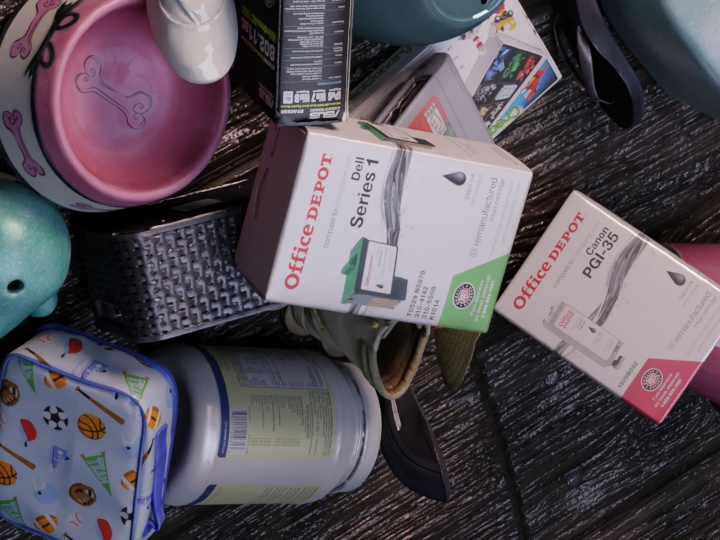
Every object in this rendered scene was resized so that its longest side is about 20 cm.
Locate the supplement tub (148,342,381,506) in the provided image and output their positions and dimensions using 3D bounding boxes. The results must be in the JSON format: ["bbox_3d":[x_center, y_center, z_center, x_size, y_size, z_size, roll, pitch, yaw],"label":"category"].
[{"bbox_3d":[-0.096,0.141,1.690,0.200,0.145,0.145,5,113,-36],"label":"supplement tub"}]

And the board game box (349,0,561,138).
[{"bbox_3d":[0.079,-0.161,1.703,0.200,0.035,0.126,-41,127,-7],"label":"board game box"}]

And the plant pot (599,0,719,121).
[{"bbox_3d":[0.330,-0.269,1.719,0.200,0.196,0.196,35,94,-32],"label":"plant pot"}]

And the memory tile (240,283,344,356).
[{"bbox_3d":[-0.033,-0.014,1.729,0.153,0.017,0.200,-51,132,2],"label":"memory tile"}]

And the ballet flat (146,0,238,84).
[{"bbox_3d":[-0.132,-0.241,1.426,0.069,0.200,0.069,-5,156,-2],"label":"ballet flat"}]

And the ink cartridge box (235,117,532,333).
[{"bbox_3d":[0.017,-0.039,1.492,0.200,0.084,0.146,8,106,-23],"label":"ink cartridge box"}]

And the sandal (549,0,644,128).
[{"bbox_3d":[0.205,-0.213,1.741,0.043,0.076,0.200,-39,120,-11],"label":"sandal"}]

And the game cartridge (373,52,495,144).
[{"bbox_3d":[0.054,-0.081,1.615,0.200,0.041,0.133,-54,129,-39],"label":"game cartridge"}]

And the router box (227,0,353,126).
[{"bbox_3d":[-0.066,-0.216,1.463,0.062,0.200,0.150,-6,115,-19],"label":"router box"}]

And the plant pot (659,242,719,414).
[{"bbox_3d":[0.379,0.052,1.941,0.179,0.200,0.200,14,108,-22],"label":"plant pot"}]

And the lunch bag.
[{"bbox_3d":[-0.234,0.153,1.594,0.076,0.160,0.200,-52,156,-55],"label":"lunch bag"}]

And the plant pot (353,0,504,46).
[{"bbox_3d":[0.057,-0.271,1.563,0.200,0.135,0.200,-16,124,-25],"label":"plant pot"}]

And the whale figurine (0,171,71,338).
[{"bbox_3d":[-0.311,0.021,1.506,0.159,0.104,0.200,17,108,-39],"label":"whale figurine"}]

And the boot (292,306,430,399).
[{"bbox_3d":[0.000,0.000,1.645,0.072,0.155,0.200,-15,124,-27],"label":"boot"}]

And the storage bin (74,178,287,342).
[{"bbox_3d":[-0.125,-0.014,1.571,0.200,0.135,0.094,-15,102,-25],"label":"storage bin"}]

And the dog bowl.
[{"bbox_3d":[-0.190,-0.140,1.478,0.200,0.074,0.200,-10,106,-38],"label":"dog bowl"}]

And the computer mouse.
[{"bbox_3d":[0.032,0.152,1.755,0.046,0.200,0.140,-17,145,-9],"label":"computer mouse"}]

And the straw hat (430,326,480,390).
[{"bbox_3d":[0.058,0.009,1.716,0.085,0.201,0.201,8,114,-10],"label":"straw hat"}]

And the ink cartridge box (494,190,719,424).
[{"bbox_3d":[0.251,0.035,1.821,0.147,0.200,0.083,-56,171,6],"label":"ink cartridge box"}]
